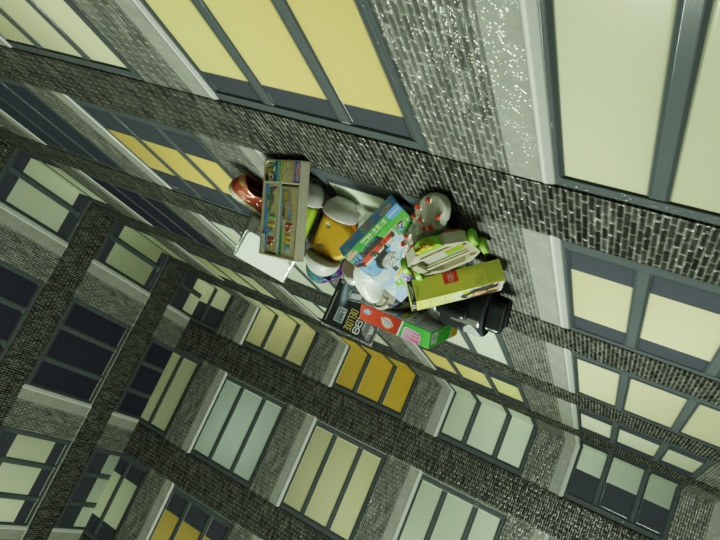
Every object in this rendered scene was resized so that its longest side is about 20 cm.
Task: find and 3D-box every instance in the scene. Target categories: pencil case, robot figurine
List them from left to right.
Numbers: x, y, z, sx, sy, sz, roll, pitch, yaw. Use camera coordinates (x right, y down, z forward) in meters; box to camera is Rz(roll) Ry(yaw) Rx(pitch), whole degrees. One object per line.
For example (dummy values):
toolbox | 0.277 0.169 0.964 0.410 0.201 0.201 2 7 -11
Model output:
pencil case | -0.088 -0.011 1.663 0.091 0.087 0.200 31 171 -8
pencil case | 0.114 0.050 1.549 0.195 0.080 0.089 0 -155 -34
robot figurine | 0.242 0.073 1.467 0.196 0.127 0.151 19 162 27

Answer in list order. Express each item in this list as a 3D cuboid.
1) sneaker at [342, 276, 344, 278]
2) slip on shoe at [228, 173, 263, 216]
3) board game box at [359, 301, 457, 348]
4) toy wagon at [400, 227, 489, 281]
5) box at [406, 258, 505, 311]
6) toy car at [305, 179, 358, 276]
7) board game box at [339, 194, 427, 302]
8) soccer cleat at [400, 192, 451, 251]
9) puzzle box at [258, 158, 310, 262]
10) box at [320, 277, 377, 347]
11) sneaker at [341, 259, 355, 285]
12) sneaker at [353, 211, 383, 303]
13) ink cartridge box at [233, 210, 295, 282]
sneaker | 0.013 0.009 1.763 0.196 0.079 0.086 18 168 31
slip on shoe | -0.226 -0.171 1.572 0.061 0.076 0.198 -30 136 34
board game box | 0.118 0.117 1.547 0.196 0.041 0.151 21 -161 32
toy wagon | 0.149 -0.036 1.203 0.152 0.041 0.199 -24 159 21
box | 0.193 0.031 1.325 0.194 0.051 0.075 -14 161 4
toy car | -0.095 -0.105 1.433 0.196 0.178 0.150 25 -157 0
board game box | 0.073 -0.040 1.319 0.199 0.151 0.037 36 -165 -40
soccer cleat | 0.133 -0.090 1.212 0.070 0.076 0.201 60 156 17
puzzle box | -0.160 -0.127 1.343 0.025 0.207 0.131 -2 -171 -44
box | -0.001 0.088 1.807 0.154 0.204 0.050 24 169 9
sneaker | 0.000 0.000 1.540 0.073 0.091 0.201 -6 -155 6
sneaker | 0.036 -0.017 1.391 0.074 0.206 0.099 -19 -150 -35
ink cartridge box | -0.224 -0.083 1.623 0.143 0.083 0.202 30 -153 -14
